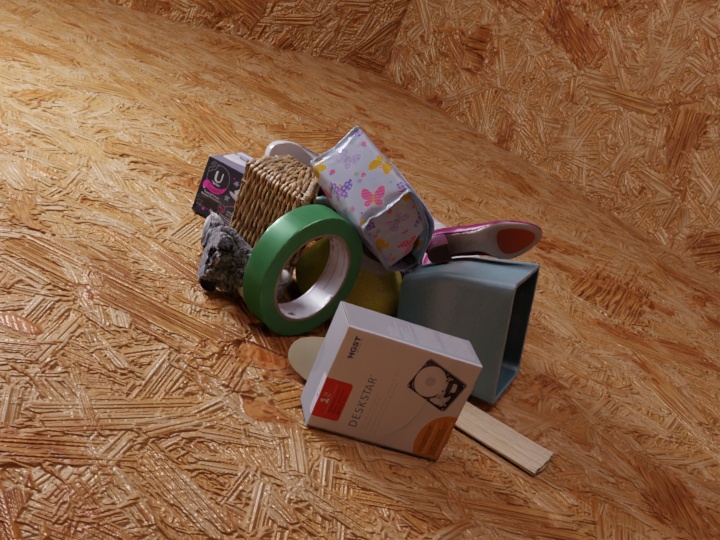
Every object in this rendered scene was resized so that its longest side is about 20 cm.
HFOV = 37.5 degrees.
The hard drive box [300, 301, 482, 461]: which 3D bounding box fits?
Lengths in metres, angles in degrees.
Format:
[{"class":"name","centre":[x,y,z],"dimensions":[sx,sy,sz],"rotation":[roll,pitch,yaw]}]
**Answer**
[{"class":"hard drive box","centre":[0.039,0.150,1.421],"dimensions":[0.197,0.158,0.077],"rotation":[17,20,-17]}]

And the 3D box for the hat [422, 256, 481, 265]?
[{"class":"hat","centre":[0.146,0.067,1.865],"dimensions":[0.174,0.167,0.201],"rotation":[-11,45,-27]}]

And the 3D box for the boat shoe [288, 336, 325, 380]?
[{"class":"boat shoe","centre":[-0.009,0.147,1.524],"dimensions":[0.198,0.075,0.063],"rotation":[15,-8,-6]}]

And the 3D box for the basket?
[{"class":"basket","centre":[-0.120,-0.072,1.763],"dimensions":[0.148,0.203,0.142],"rotation":[32,25,30]}]

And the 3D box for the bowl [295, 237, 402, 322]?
[{"class":"bowl","centre":[0.000,0.000,1.788],"dimensions":[0.198,0.108,0.201],"rotation":[24,33,-16]}]

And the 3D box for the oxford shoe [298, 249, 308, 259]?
[{"class":"oxford shoe","centre":[-0.027,-0.007,1.931],"dimensions":[0.198,0.072,0.072],"rotation":[-14,58,-45]}]

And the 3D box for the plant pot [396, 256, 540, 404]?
[{"class":"plant pot","centre":[0.165,0.078,1.744],"dimensions":[0.197,0.200,0.195],"rotation":[14,15,18]}]

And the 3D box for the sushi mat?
[{"class":"sushi mat","centre":[0.193,0.240,1.592],"dimensions":[0.198,0.012,0.095],"rotation":[30,18,19]}]

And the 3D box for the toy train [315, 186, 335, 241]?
[{"class":"toy train","centre":[-0.031,-0.113,1.903],"dimensions":[0.112,0.201,0.086],"rotation":[2,60,2]}]

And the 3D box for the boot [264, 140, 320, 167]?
[{"class":"boot","centre":[-0.123,-0.200,1.989],"dimensions":[0.090,0.074,0.199],"rotation":[28,4,43]}]

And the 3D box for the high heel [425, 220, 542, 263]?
[{"class":"high heel","centre":[0.202,-0.059,1.774],"dimensions":[0.196,0.069,0.096],"rotation":[-6,20,3]}]

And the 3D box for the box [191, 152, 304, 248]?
[{"class":"box","centre":[-0.188,-0.128,1.977],"dimensions":[0.198,0.116,0.132],"rotation":[29,19,15]}]

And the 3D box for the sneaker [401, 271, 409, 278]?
[{"class":"sneaker","centre":[0.057,-0.017,2.013],"dimensions":[0.069,0.091,0.200],"rotation":[12,21,-31]}]

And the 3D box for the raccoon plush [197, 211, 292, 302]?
[{"class":"raccoon plush","centre":[-0.180,-0.024,1.690],"dimensions":[0.132,0.097,0.202],"rotation":[22,35,-21]}]

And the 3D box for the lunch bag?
[{"class":"lunch bag","centre":[0.029,-0.106,1.703],"dimensions":[0.170,0.126,0.201],"rotation":[52,-4,32]}]

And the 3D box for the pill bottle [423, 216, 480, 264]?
[{"class":"pill bottle","centre":[0.160,-0.028,2.134],"dimensions":[0.112,0.115,0.200],"rotation":[5,25,-43]}]

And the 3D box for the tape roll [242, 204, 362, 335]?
[{"class":"tape roll","centre":[-0.086,0.001,1.607],"dimensions":[0.048,0.203,0.199],"rotation":[36,22,36]}]
